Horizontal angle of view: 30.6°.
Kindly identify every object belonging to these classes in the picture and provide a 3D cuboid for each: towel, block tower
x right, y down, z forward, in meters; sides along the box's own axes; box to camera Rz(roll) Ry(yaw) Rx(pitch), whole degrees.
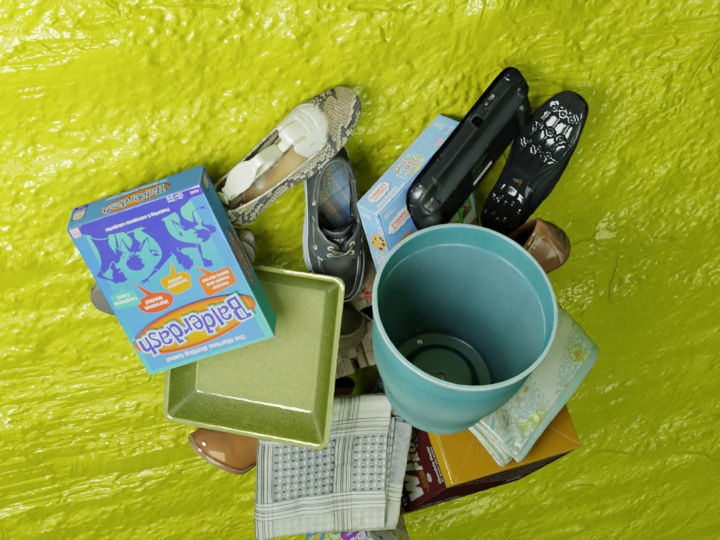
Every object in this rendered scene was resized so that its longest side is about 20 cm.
[{"bbox_3d":[0.188,0.119,1.629,0.171,0.048,0.201,45,75,-25],"label":"towel"},{"bbox_3d":[-0.033,0.244,1.636,0.198,0.035,0.195,-1,107,-19],"label":"towel"},{"bbox_3d":[-0.010,0.098,1.647,0.198,0.058,0.054,-19,180,-9],"label":"block tower"}]

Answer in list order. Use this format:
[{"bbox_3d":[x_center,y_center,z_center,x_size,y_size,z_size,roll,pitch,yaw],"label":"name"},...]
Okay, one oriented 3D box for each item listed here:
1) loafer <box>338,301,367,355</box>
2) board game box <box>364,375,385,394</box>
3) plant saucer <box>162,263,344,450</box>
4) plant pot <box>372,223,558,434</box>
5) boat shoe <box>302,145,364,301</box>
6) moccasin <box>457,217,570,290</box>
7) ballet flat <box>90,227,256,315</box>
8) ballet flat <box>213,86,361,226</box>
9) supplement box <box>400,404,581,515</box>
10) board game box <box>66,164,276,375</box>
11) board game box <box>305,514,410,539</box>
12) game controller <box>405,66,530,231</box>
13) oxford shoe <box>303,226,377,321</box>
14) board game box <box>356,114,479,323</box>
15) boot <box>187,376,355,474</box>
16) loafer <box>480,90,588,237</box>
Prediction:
[{"bbox_3d":[-0.075,0.056,1.561,0.198,0.076,0.068,-1,139,-29],"label":"loafer"},{"bbox_3d":[0.079,0.143,1.723,0.134,0.028,0.200,-14,164,-17],"label":"board game box"},{"bbox_3d":[-0.117,0.085,1.486,0.198,0.048,0.202,9,105,11],"label":"plant saucer"},{"bbox_3d":[0.099,0.084,1.461,0.198,0.201,0.189,-14,152,-16],"label":"plant pot"},{"bbox_3d":[-0.029,-0.047,1.442,0.068,0.057,0.202,-12,119,-10],"label":"boat shoe"},{"bbox_3d":[0.153,0.005,1.554,0.077,0.074,0.201,34,133,-27],"label":"moccasin"},{"bbox_3d":[-0.203,-0.004,1.434,0.198,0.047,0.068,-22,134,14],"label":"ballet flat"},{"bbox_3d":[-0.084,-0.117,1.365,0.200,0.068,0.075,-40,164,17],"label":"ballet flat"},{"bbox_3d":[0.150,0.222,1.769,0.195,0.134,0.200,-12,163,-23],"label":"supplement box"},{"bbox_3d":[-0.194,0.004,1.380,0.151,0.045,0.201,-18,122,11],"label":"board game box"},{"bbox_3d":[-0.009,0.345,1.800,0.103,0.201,0.105,-41,122,16],"label":"board game box"},{"bbox_3d":[0.121,-0.129,1.448,0.200,0.042,0.104,-51,161,-11],"label":"game controller"},{"bbox_3d":[0.000,0.000,1.543,0.070,0.075,0.200,-32,140,11],"label":"oxford shoe"},{"bbox_3d":[0.072,-0.056,1.504,0.151,0.036,0.201,-48,148,-22],"label":"board game box"},{"bbox_3d":[-0.112,0.184,1.695,0.199,0.074,0.156,9,122,-38],"label":"boot"},{"bbox_3d":[0.205,-0.127,1.542,0.070,0.068,0.202,-34,157,-57],"label":"loafer"}]
